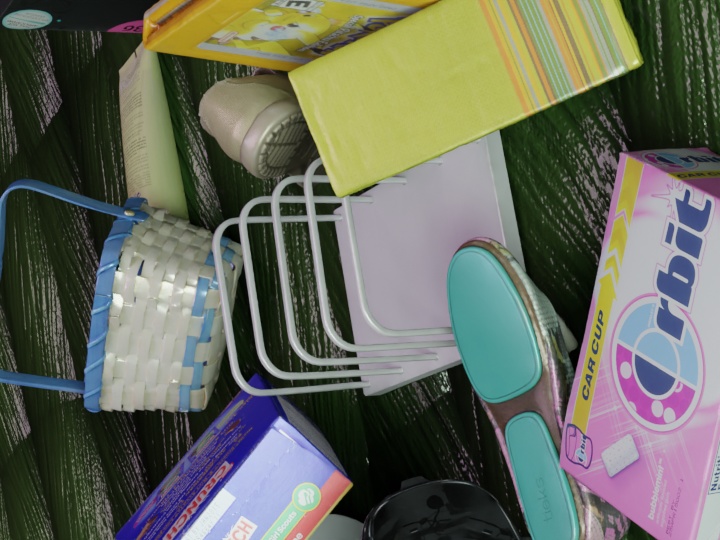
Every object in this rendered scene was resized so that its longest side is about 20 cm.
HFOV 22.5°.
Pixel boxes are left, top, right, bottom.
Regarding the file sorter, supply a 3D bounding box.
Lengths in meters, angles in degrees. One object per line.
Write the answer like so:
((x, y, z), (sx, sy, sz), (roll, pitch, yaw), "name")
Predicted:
((0.000, 0.000, 1.203), (0.200, 0.124, 0.139), (-27, 69, 57), "file sorter")

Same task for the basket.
((-0.204, 0.029, 1.465), (0.139, 0.200, 0.177), (-84, 8, -65), "basket")

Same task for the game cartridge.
((-0.011, -0.158, 1.134), (0.176, 0.200, 0.033), (-20, 66, 58), "game cartridge")

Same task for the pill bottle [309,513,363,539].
((-0.048, 0.266, 1.315), (0.200, 0.111, 0.111), (-60, 44, 42), "pill bottle")

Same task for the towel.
((0.060, -0.119, 1.066), (0.200, 0.018, 0.086), (-23, 82, 16), "towel")

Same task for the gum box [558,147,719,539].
((0.179, 0.047, 0.966), (0.113, 0.066, 0.200), (34, 121, 52), "gum box")

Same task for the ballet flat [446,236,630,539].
((0.109, 0.074, 1.075), (0.069, 0.071, 0.200), (-26, 80, 44), "ballet flat")

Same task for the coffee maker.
((0.058, 0.251, 1.111), (0.192, 0.135, 0.200), (42, 147, 16), "coffee maker")

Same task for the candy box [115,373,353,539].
((-0.094, 0.171, 1.276), (0.169, 0.077, 0.200), (-49, 8, -1), "candy box")

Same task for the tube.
((-0.182, -0.104, 1.572), (0.058, 0.052, 0.200), (-17, 69, 15), "tube")

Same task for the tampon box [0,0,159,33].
((-0.217, -0.295, 1.509), (0.200, 0.150, 0.127), (-34, 64, 55), "tampon box")

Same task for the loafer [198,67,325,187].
((-0.052, -0.104, 1.236), (0.068, 0.200, 0.076), (38, 98, 11), "loafer")
